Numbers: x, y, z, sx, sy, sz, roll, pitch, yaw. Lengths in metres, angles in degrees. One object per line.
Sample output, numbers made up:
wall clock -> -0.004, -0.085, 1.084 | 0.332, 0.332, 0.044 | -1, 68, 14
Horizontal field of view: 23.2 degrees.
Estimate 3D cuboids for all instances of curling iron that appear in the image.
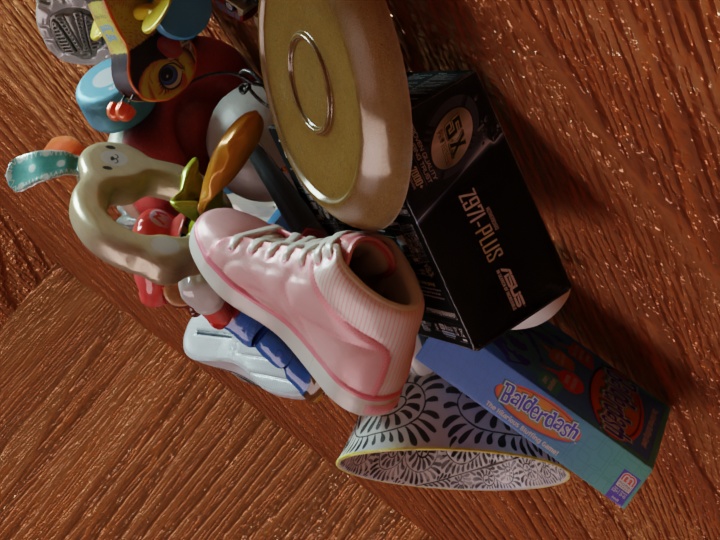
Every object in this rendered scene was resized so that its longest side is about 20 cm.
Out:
curling iron -> -0.040, -0.014, 1.257 | 0.026, 0.049, 0.202 | 77, 168, -69

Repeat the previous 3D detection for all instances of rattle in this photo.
rattle -> -0.173, -0.090, 1.293 | 0.200, 0.130, 0.144 | 41, 149, 29

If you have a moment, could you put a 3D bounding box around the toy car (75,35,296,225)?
toy car -> -0.092, -0.117, 1.418 | 0.198, 0.178, 0.185 | 0, 135, 27

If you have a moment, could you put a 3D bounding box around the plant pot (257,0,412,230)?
plant pot -> -0.023, -0.121, 1.110 | 0.200, 0.027, 0.203 | 164, 90, -70

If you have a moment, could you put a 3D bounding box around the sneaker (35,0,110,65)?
sneaker -> -0.244, -0.269, 1.416 | 0.077, 0.100, 0.201 | -5, 135, 4

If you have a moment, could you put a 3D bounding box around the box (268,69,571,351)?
box -> 0.037, -0.046, 1.214 | 0.165, 0.086, 0.200 | 64, 162, -15

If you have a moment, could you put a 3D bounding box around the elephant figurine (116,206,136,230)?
elephant figurine -> -0.207, -0.065, 2.022 | 0.201, 0.153, 0.143 | 94, 168, -64

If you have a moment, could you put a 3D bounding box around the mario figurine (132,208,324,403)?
mario figurine -> -0.089, 0.011, 1.378 | 0.199, 0.107, 0.123 | 35, 161, -11

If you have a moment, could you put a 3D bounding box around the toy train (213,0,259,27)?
toy train -> -0.092, -0.203, 1.257 | 0.199, 0.034, 0.046 | 35, 150, 25

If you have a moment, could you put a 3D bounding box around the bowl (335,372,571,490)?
bowl -> 0.080, 0.124, 1.480 | 0.198, 0.095, 0.201 | 3, 164, 1

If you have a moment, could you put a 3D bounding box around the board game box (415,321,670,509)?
board game box -> 0.151, 0.092, 1.407 | 0.199, 0.045, 0.152 | 36, -160, 4

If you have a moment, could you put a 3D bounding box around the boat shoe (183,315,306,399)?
boat shoe -> -0.071, 0.070, 1.526 | 0.071, 0.073, 0.199 | 21, 176, -41

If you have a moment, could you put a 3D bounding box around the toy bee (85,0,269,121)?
toy bee -> -0.151, -0.164, 1.250 | 0.200, 0.109, 0.131 | 45, 161, -2

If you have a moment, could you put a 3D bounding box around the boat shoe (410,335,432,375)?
boat shoe -> 0.000, 0.000, 1.429 | 0.202, 0.068, 0.072 | 65, -167, 6

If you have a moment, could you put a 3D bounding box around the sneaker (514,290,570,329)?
sneaker -> 0.075, -0.018, 1.353 | 0.199, 0.074, 0.082 | 27, 168, 47

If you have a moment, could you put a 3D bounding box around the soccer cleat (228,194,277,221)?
soccer cleat -> -0.053, -0.047, 1.696 | 0.199, 0.070, 0.077 | 35, 165, -13

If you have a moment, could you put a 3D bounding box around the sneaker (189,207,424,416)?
sneaker -> -0.031, -0.004, 1.172 | 0.200, 0.075, 0.105 | 43, 129, 28

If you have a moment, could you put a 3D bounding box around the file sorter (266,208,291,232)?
file sorter -> 0.011, 0.022, 1.565 | 0.200, 0.139, 0.122 | 47, 163, -32
